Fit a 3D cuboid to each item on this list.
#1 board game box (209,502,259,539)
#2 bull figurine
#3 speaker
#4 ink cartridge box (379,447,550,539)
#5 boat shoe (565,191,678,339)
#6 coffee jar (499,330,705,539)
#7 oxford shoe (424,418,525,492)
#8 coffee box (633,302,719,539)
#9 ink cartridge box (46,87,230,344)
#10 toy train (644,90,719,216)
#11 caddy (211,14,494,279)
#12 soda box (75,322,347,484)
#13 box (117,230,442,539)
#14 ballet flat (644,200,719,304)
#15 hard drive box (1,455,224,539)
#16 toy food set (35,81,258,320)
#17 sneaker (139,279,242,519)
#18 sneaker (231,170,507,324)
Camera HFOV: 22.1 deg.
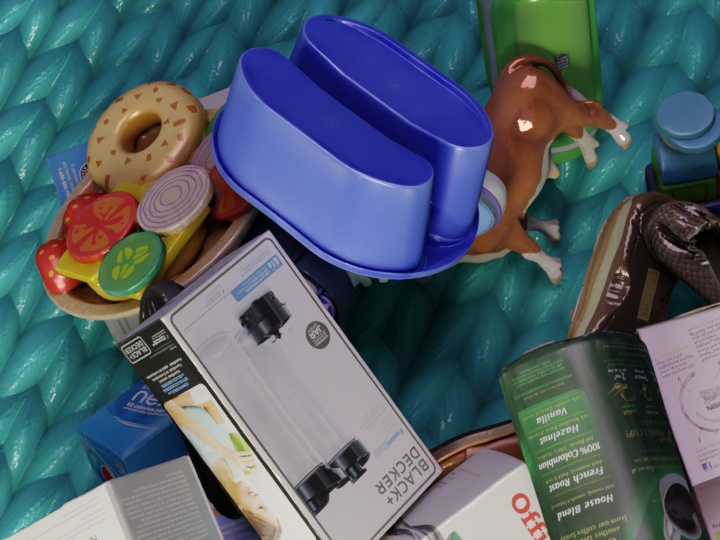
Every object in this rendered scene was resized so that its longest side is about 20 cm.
[{"bbox_3d":[-0.092,0.222,1.286,0.151,0.037,0.200,-19,58,-2],"label":"board game box"},{"bbox_3d":[0.110,-0.060,1.374,0.121,0.200,0.065,20,21,-18],"label":"bull figurine"},{"bbox_3d":[0.136,-0.178,1.391,0.088,0.200,0.089,-7,44,6],"label":"speaker"},{"bbox_3d":[0.056,0.230,1.188,0.200,0.084,0.146,-36,99,-12],"label":"ink cartridge box"},{"bbox_3d":[0.180,0.042,1.337,0.072,0.076,0.201,26,78,-20],"label":"boat shoe"},{"bbox_3d":[0.158,0.143,1.138,0.085,0.104,0.201,-25,71,28],"label":"coffee jar"},{"bbox_3d":[0.089,0.141,1.273,0.200,0.071,0.071,-26,88,20],"label":"oxford shoe"},{"bbox_3d":[0.244,0.134,1.213,0.080,0.113,0.201,-16,70,-2],"label":"coffee box"},{"bbox_3d":[-0.124,-0.050,1.432,0.199,0.084,0.145,-22,57,-4],"label":"ink cartridge box"},{"bbox_3d":[0.312,-0.095,1.365,0.199,0.116,0.085,-10,58,4],"label":"toy train"},{"bbox_3d":[-0.006,-0.077,1.231,0.200,0.105,0.141,38,46,21],"label":"caddy"},{"bbox_3d":[-0.100,0.091,1.320,0.200,0.068,0.064,-37,38,-27],"label":"soda box"},{"bbox_3d":[-0.049,0.089,1.190,0.117,0.060,0.200,-40,98,-42],"label":"box"},{"bbox_3d":[0.286,0.019,1.295,0.200,0.046,0.067,40,72,-3],"label":"ballet flat"},{"bbox_3d":[-0.142,0.241,1.159,0.156,0.077,0.201,-30,79,37],"label":"hard drive box"},{"bbox_3d":[-0.149,-0.049,1.323,0.198,0.049,0.200,14,61,44],"label":"toy food set"},{"bbox_3d":[-0.072,0.090,1.256,0.104,0.060,0.200,-22,92,-34],"label":"sneaker"},{"bbox_3d":[0.000,0.000,1.287,0.199,0.081,0.147,-2,50,13],"label":"sneaker"}]
